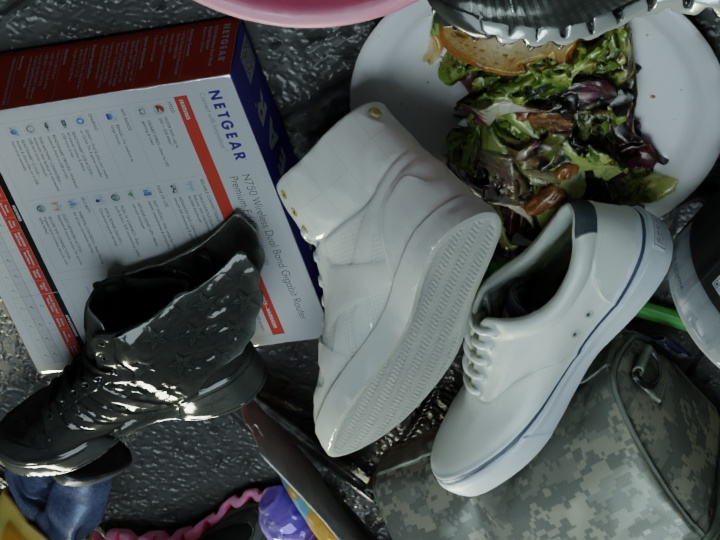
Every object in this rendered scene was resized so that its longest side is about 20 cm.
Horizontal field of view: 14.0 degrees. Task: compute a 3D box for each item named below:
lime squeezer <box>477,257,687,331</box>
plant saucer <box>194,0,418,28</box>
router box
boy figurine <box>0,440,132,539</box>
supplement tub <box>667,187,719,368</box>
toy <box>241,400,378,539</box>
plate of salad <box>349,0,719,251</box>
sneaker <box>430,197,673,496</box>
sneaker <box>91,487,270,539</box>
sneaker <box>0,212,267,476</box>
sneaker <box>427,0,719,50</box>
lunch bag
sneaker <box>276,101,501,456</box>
[{"bbox_3d":[0.084,0.021,1.640,0.200,0.038,0.071,-4,131,8],"label":"lime squeezer"},{"bbox_3d":[-0.031,-0.208,1.419,0.200,0.051,0.201,4,134,4],"label":"plant saucer"},{"bbox_3d":[-0.123,-0.036,1.602,0.179,0.049,0.200,-7,133,14],"label":"router box"},{"bbox_3d":[-0.205,0.167,1.782,0.124,0.064,0.200,43,128,23],"label":"boy figurine"},{"bbox_3d":[0.258,-0.033,1.505,0.122,0.123,0.200,24,133,-16],"label":"supplement tub"},{"bbox_3d":[-0.015,0.167,1.715,0.047,0.115,0.200,-43,110,4],"label":"toy"},{"bbox_3d":[0.093,-0.078,1.534,0.200,0.048,0.200,3,135,3],"label":"plate of salad"},{"bbox_3d":[0.085,0.036,1.581,0.071,0.073,0.200,21,117,-27],"label":"sneaker"},{"bbox_3d":[-0.097,0.198,1.801,0.200,0.095,0.079,-17,128,21],"label":"sneaker"},{"bbox_3d":[-0.131,0.043,1.608,0.200,0.060,0.104,-18,132,17],"label":"sneaker"},{"bbox_3d":[0.128,-0.163,1.421,0.200,0.067,0.091,-7,125,-11],"label":"sneaker"},{"bbox_3d":[0.123,0.136,1.679,0.200,0.139,0.168,-27,116,29],"label":"lunch bag"},{"bbox_3d":[0.000,0.000,1.564,0.074,0.116,0.200,-19,147,-38],"label":"sneaker"}]
